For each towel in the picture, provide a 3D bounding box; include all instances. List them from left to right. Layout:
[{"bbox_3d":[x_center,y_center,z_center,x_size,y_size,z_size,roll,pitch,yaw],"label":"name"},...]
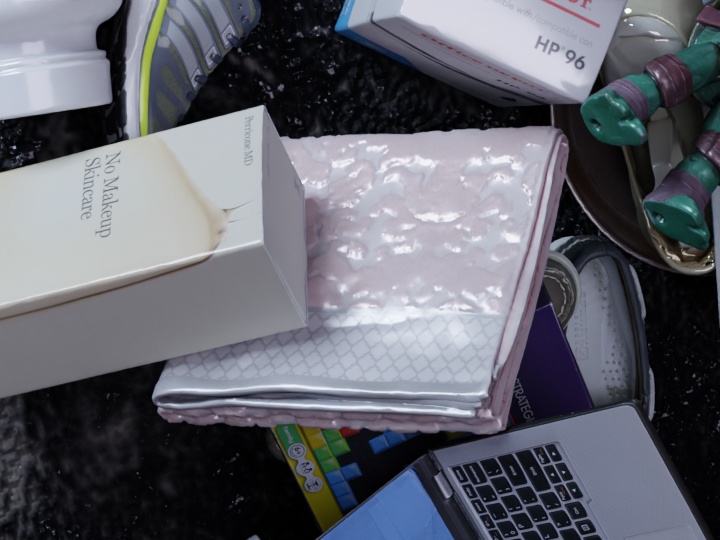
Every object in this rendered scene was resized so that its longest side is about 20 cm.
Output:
[{"bbox_3d":[0.000,0.000,1.159,0.198,0.032,0.192,0,51,21],"label":"towel"}]

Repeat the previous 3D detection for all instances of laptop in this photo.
[{"bbox_3d":[0.079,0.189,1.087,0.188,0.199,0.116,59,38,-19],"label":"laptop"}]

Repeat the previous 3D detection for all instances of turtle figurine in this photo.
[{"bbox_3d":[0.213,-0.113,1.147,0.200,0.101,0.150,-42,89,-16],"label":"turtle figurine"}]

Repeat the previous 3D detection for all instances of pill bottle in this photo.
[{"bbox_3d":[-0.186,-0.184,1.165,0.111,0.112,0.202,-10,96,-12],"label":"pill bottle"}]

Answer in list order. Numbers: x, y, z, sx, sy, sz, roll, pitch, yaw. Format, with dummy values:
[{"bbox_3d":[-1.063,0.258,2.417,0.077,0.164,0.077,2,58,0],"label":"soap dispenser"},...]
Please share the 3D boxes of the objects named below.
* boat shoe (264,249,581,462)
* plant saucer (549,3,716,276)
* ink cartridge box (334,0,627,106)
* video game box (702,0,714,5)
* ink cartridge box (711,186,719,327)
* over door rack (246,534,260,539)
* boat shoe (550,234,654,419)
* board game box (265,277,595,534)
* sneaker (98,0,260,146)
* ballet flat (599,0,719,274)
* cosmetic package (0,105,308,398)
[{"bbox_3d":[0.036,0.053,1.231,0.200,0.060,0.073,-28,96,6],"label":"boat shoe"},{"bbox_3d":[0.203,-0.098,1.299,0.198,0.032,0.202,-1,93,-14],"label":"plant saucer"},{"bbox_3d":[0.067,-0.141,1.179,0.115,0.200,0.068,23,88,-12],"label":"ink cartridge box"},{"bbox_3d":[0.227,-0.278,1.251,0.199,0.047,0.183,-32,94,-21],"label":"video game box"},{"bbox_3d":[0.290,-0.041,1.254,0.199,0.067,0.117,-22,113,-37],"label":"ink cartridge box"},{"bbox_3d":[-0.072,0.274,1.239,0.147,0.067,0.201,-28,99,-9],"label":"over door rack"},{"bbox_3d":[0.135,0.081,1.278,0.075,0.060,0.202,-10,95,-12],"label":"boat shoe"},{"bbox_3d":[0.055,0.112,1.202,0.164,0.057,0.201,-23,122,4],"label":"board game box"},{"bbox_3d":[-0.097,-0.127,1.211,0.080,0.074,0.202,5,94,-17],"label":"sneaker"},{"bbox_3d":[0.168,-0.086,1.213,0.069,0.069,0.201,-23,115,-10],"label":"ballet flat"},{"bbox_3d":[-0.131,-0.006,1.149,0.198,0.104,0.073,-15,137,12],"label":"cosmetic package"}]
